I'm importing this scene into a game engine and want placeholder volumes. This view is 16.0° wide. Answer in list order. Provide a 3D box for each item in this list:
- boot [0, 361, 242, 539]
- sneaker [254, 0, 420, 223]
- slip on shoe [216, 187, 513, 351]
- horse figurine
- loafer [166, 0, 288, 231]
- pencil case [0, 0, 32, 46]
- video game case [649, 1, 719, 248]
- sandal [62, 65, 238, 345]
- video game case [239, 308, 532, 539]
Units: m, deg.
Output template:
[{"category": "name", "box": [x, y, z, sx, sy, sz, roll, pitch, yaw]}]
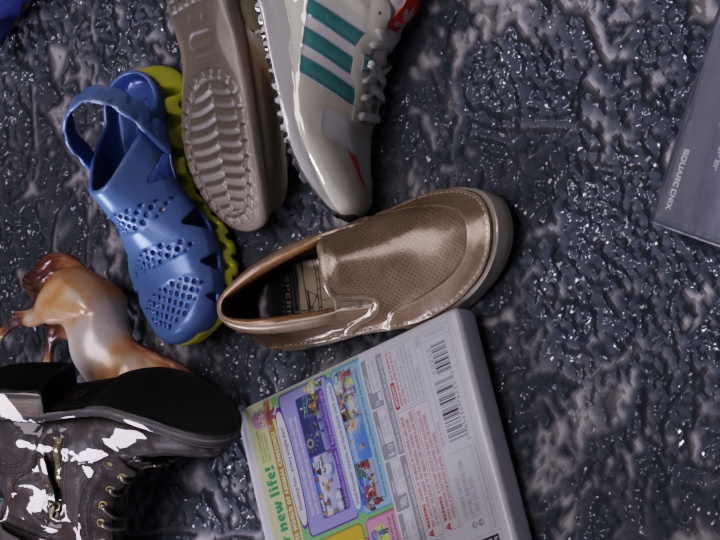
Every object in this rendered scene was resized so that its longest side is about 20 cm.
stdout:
[{"category": "boot", "box": [-0.157, 0.150, 1.624, 0.200, 0.069, 0.174, 6, 112, 28]}, {"category": "sneaker", "box": [-0.006, -0.132, 1.550, 0.093, 0.070, 0.200, -14, 85, 12]}, {"category": "slip on shoe", "box": [0.000, 0.000, 1.529, 0.200, 0.061, 0.076, -16, 72, 38]}, {"category": "horse figurine", "box": [-0.177, 0.058, 1.681, 0.133, 0.050, 0.200, -49, 57, 30]}, {"category": "loafer", "box": [-0.072, -0.126, 1.610, 0.076, 0.068, 0.200, -1, 98, 51]}, {"category": "pencil case", "box": [-0.232, -0.244, 1.755, 0.078, 0.087, 0.200, 42, 113, 13]}, {"category": "video game case", "box": [0.254, -0.064, 1.350, 0.200, 0.019, 0.143, 23, 98, 41]}, {"category": "sandal", "box": [-0.141, -0.044, 1.643, 0.079, 0.087, 0.200, -33, 65, 30]}, {"category": "video game case", "box": [0.017, 0.147, 1.514, 0.182, 0.022, 0.200, -27, 69, 34]}]
